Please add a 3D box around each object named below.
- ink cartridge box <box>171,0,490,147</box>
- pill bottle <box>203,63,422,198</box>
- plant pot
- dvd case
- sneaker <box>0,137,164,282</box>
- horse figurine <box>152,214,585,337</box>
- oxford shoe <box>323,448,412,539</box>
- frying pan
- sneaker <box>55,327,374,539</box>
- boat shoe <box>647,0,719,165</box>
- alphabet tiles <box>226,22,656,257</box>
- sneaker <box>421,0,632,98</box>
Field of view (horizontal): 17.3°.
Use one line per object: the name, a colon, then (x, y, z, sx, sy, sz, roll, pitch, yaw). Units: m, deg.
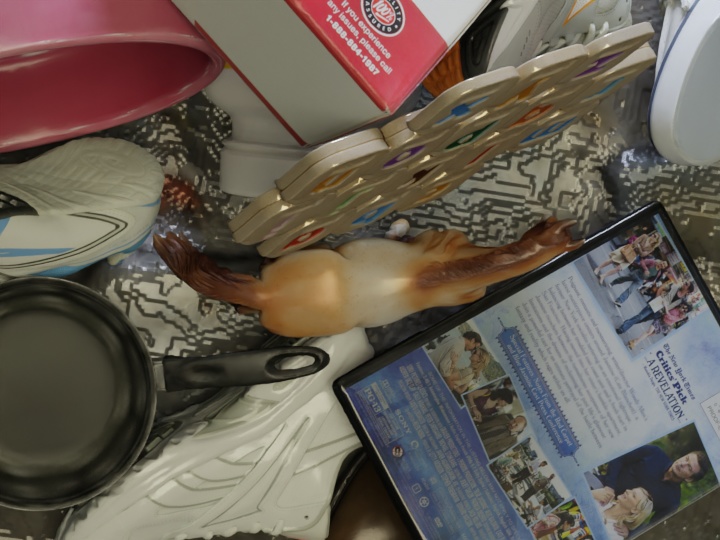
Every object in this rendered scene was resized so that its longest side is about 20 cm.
ink cartridge box: (0.005, -0.178, 1.047, 0.144, 0.084, 0.200, 48, 63, -15)
pill bottle: (-0.022, -0.137, 1.164, 0.112, 0.112, 0.202, 3, 96, -11)
plant pot: (-0.176, -0.162, 1.103, 0.199, 0.200, 0.180, -13, 83, -9)
dvd case: (0.102, 0.072, 1.186, 0.199, 0.018, 0.143, -28, 89, -16)
sneaker: (-0.180, -0.020, 1.133, 0.199, 0.072, 0.073, -7, 129, -41)
horse figurine: (0.000, 0.000, 1.173, 0.198, 0.133, 0.050, -6, 100, -10)
oxford shoe: (0.047, 0.109, 1.221, 0.200, 0.084, 0.073, -45, 104, -1)
frying pan: (-0.123, 0.040, 1.145, 0.189, 0.031, 0.115, -29, 102, -1)
sneaker: (-0.061, 0.109, 1.200, 0.199, 0.078, 0.100, -34, 103, 1)
boat shoe: (0.182, -0.149, 1.221, 0.074, 0.086, 0.203, 32, 77, -40)
alphabet tiles: (0.038, -0.059, 1.066, 0.199, 0.195, 0.015, -21, 80, -34)
sneaker: (0.096, -0.130, 1.165, 0.092, 0.075, 0.200, 47, 44, -20)
